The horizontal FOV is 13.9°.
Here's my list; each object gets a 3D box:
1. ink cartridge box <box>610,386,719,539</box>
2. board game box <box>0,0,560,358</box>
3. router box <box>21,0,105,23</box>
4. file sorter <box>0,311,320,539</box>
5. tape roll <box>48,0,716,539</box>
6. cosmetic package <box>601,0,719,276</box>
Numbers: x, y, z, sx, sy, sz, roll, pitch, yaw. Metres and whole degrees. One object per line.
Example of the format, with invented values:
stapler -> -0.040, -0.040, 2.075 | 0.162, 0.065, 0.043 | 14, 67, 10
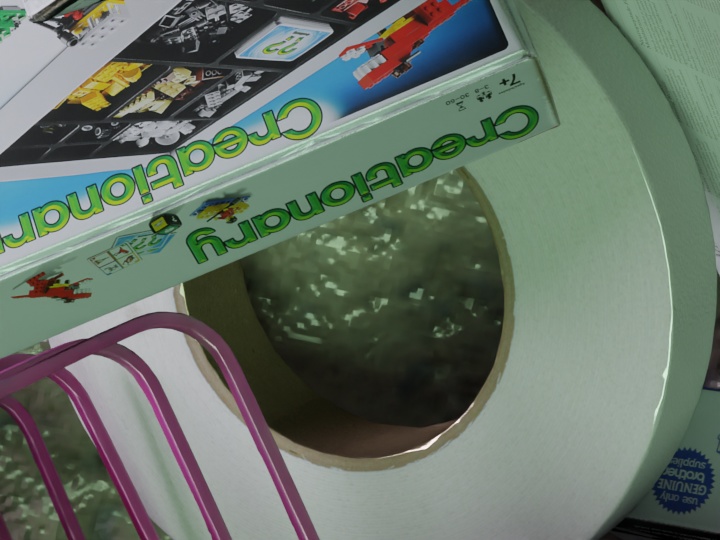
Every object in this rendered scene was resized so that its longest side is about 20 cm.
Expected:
ink cartridge box -> 0.166, 0.072, 0.828 | 0.200, 0.094, 0.044 | 7, 77, 32
board game box -> -0.063, -0.053, 0.758 | 0.200, 0.126, 0.035 | -22, 144, 3
router box -> -0.041, -0.176, 0.696 | 0.149, 0.051, 0.200 | -21, 91, -27
file sorter -> -0.106, 0.101, 0.817 | 0.125, 0.200, 0.139 | -25, 93, -31
tape roll -> 0.000, 0.000, 0.828 | 0.202, 0.037, 0.203 | 8, 107, 27
cosmetic package -> 0.112, -0.057, 0.790 | 0.051, 0.083, 0.200 | -40, 130, -15
